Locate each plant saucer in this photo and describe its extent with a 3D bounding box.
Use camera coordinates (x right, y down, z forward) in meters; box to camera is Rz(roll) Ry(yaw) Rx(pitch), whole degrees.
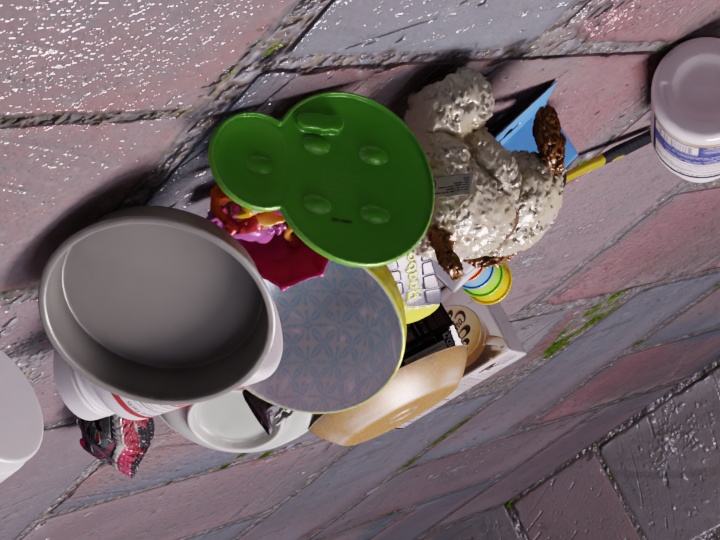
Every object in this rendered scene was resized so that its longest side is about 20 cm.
[{"bbox_3d":[-0.132,0.143,1.738,0.198,0.051,0.201,0,136,0],"label":"plant saucer"},{"bbox_3d":[0.039,0.146,1.793,0.199,0.036,0.200,-27,168,-6],"label":"plant saucer"}]

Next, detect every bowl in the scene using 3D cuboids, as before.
[{"bbox_3d":[-0.044,0.027,1.556,0.200,0.200,0.108,-38,-165,31],"label":"bowl"}]

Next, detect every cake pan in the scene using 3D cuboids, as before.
[{"bbox_3d":[-0.167,0.027,1.350,0.198,0.037,0.202,2,128,3],"label":"cake pan"}]

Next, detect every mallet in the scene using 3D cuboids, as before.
[{"bbox_3d":[0.264,-0.124,1.793,0.199,0.041,0.066,-28,162,-16],"label":"mallet"}]

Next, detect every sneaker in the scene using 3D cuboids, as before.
[{"bbox_3d":[-0.264,0.154,1.718,0.201,0.074,0.081,105,7,-54],"label":"sneaker"},{"bbox_3d":[0.036,-0.042,1.579,0.073,0.083,0.201,-11,132,-14],"label":"sneaker"}]

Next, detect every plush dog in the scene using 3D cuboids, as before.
[{"bbox_3d":[0.109,-0.063,1.439,0.171,0.161,0.201,-3,140,-38],"label":"plush dog"}]

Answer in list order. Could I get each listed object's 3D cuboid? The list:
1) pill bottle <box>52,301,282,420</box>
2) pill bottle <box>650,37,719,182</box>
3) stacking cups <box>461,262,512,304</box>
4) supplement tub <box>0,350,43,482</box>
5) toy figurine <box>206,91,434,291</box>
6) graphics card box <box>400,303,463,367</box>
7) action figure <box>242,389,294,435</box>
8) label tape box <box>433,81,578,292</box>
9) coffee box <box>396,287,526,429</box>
[{"bbox_3d":[-0.180,0.072,1.490,0.199,0.113,0.112,-19,168,26],"label":"pill bottle"},{"bbox_3d":[0.359,-0.159,1.697,0.110,0.112,0.200,-28,164,2],"label":"pill bottle"},{"bbox_3d":[0.121,-0.007,1.880,0.060,0.061,0.200,-31,159,12],"label":"stacking cups"},{"bbox_3d":[-0.391,0.161,1.425,0.199,0.133,0.132,-34,162,22],"label":"supplement tub"},{"bbox_3d":[-0.067,-0.049,1.364,0.198,0.152,0.184,7,158,-26],"label":"toy figurine"},{"bbox_3d":[0.013,0.094,1.887,0.199,0.126,0.051,-29,120,-2],"label":"graphics card box"},{"bbox_3d":[-0.030,0.083,1.670,0.199,0.069,0.131,-28,139,-18],"label":"action figure"},{"bbox_3d":[0.141,-0.078,1.605,0.144,0.063,0.200,-43,172,-25],"label":"label tape box"},{"bbox_3d":[0.093,0.105,2.059,0.199,0.114,0.080,-32,163,16],"label":"coffee box"}]
